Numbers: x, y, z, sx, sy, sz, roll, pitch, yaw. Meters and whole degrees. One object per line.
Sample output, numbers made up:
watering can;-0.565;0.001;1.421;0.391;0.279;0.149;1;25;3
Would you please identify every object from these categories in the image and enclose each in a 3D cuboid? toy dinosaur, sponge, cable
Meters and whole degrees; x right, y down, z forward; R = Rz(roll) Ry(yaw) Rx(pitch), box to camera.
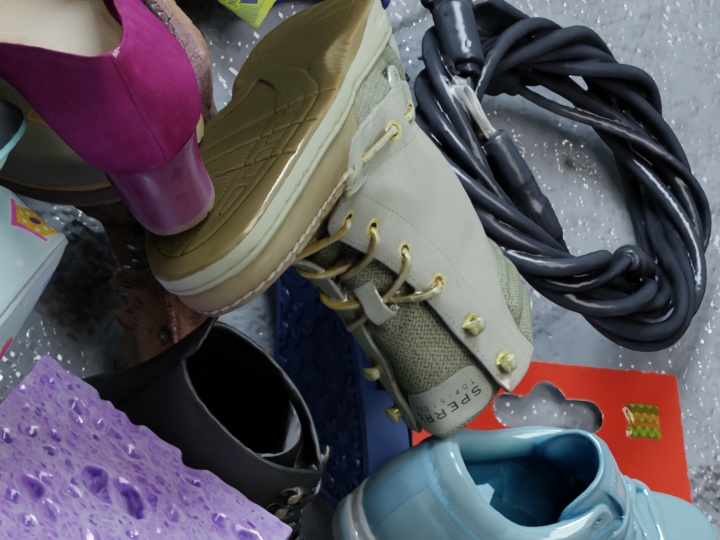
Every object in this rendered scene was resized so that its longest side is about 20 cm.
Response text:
toy dinosaur;-0.081;-0.054;1.116;0.085;0.201;0.136;-23;43;-16
sponge;-0.106;0.110;0.952;0.111;0.030;0.200;36;31;1
cable;0.100;-0.041;1.270;0.200;0.051;0.164;31;34;-41

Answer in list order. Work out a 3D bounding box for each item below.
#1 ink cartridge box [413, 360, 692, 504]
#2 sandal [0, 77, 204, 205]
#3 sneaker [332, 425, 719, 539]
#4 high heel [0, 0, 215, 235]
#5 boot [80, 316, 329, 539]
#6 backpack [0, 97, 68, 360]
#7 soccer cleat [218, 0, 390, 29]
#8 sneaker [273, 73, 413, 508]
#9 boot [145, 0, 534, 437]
ink cartridge box;0.103;0.129;1.234;0.161;0.050;0.201;7;70;-34
sandal;-0.151;-0.067;1.055;0.080;0.199;0.054;-59;144;-40
sneaker;0.088;0.102;1.161;0.199;0.082;0.074;6;54;-42
high heel;-0.115;-0.102;0.987;0.067;0.096;0.200;-38;58;-13
boot;-0.033;0.110;1.085;0.200;0.138;0.078;43;52;-14
backpack;-0.207;0.019;0.960;0.153;0.200;0.176;47;39;-15
soccer cleat;-0.066;-0.145;1.221;0.199;0.065;0.084;2;72;-36
sneaker;0.005;0.000;1.205;0.078;0.070;0.201;-1;71;-31
boot;0.000;0.000;1.067;0.155;0.072;0.200;61;26;-20
